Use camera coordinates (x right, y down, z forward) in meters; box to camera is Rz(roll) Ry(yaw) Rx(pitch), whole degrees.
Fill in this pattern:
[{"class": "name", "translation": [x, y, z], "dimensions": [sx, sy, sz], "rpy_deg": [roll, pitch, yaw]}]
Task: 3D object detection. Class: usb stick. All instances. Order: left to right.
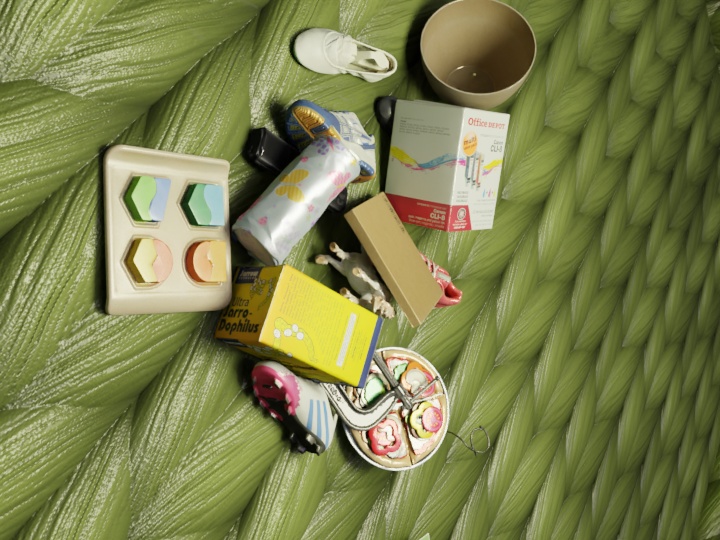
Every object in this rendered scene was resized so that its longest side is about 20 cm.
[{"class": "usb stick", "translation": [-0.089, -0.144, 1.114], "dimensions": [0.200, 0.032, 0.056], "rpy_deg": [30, 62, -46]}]

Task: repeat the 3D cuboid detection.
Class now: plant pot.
[{"class": "plant pot", "translation": [0.203, -0.365, 1.357], "dimensions": [0.135, 0.199, 0.201], "rpy_deg": [87, 20, -70]}]

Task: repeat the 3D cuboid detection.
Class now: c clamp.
[{"class": "c clamp", "translation": [0.011, 0.157, 1.193], "dimensions": [0.171, 0.027, 0.200], "rpy_deg": [-44, 103, -23]}]

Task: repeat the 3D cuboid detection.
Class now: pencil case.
[{"class": "pencil case", "translation": [-0.087, -0.096, 1.046], "dimensions": [0.200, 0.083, 0.091], "rpy_deg": [-51, 159, -16]}]

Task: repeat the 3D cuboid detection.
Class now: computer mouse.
[{"class": "computer mouse", "translation": [0.096, -0.250, 1.327], "dimensions": [0.200, 0.034, 0.059], "rpy_deg": [22, 74, -48]}]

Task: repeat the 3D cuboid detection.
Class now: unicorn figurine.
[{"class": "unicorn figurine", "translation": [0.000, 0.000, 1.172], "dimensions": [0.137, 0.074, 0.201], "rpy_deg": [22, 42, -50]}]

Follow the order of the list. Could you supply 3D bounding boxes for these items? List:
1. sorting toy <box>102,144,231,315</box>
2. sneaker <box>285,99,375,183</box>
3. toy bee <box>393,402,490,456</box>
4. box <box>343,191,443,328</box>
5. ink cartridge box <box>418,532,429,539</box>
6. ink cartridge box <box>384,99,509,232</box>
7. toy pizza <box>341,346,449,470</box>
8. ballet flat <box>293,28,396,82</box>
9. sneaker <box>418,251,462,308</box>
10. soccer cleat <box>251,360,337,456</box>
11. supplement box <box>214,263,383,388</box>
[{"class": "sorting toy", "translation": [-0.232, -0.047, 0.944], "dimensions": [0.185, 0.036, 0.201], "rpy_deg": [0, 91, -50]}, {"class": "sneaker", "translation": [-0.045, -0.211, 1.146], "dimensions": [0.200, 0.075, 0.089], "rpy_deg": [37, 52, -51]}, {"class": "toy bee", "translation": [0.109, 0.274, 1.324], "dimensions": [0.200, 0.109, 0.131], "rpy_deg": [49, 61, -8]}, {"class": "box", "translation": [0.056, -0.022, 1.186], "dimensions": [0.201, 0.021, 0.163], "rpy_deg": [59, 23, -4]}, {"class": "ink cartridge box", "translation": [0.048, 0.550, 1.284], "dimensions": [0.199, 0.048, 0.147], "rpy_deg": [-17, 104, -49]}, {"class": "ink cartridge box", "translation": [0.143, -0.178, 1.274], "dimensions": [0.145, 0.144, 0.201], "rpy_deg": [-7, 108, -49]}, {"class": "toy pizza", "translation": [0.062, 0.224, 1.235], "dimensions": [0.199, 0.032, 0.202], "rpy_deg": [6, 75, -22]}, {"class": "ballet flat", "translation": [-0.015, -0.335, 1.169], "dimensions": [0.199, 0.069, 0.070], "rpy_deg": [-1, 92, -49]}, {"class": "sneaker", "translation": [0.112, 0.001, 1.313], "dimensions": [0.200, 0.086, 0.074], "rpy_deg": [43, 59, -41]}, {"class": "soccer cleat", "translation": [-0.093, 0.184, 1.099], "dimensions": [0.087, 0.069, 0.201], "rpy_deg": [-62, 139, -39]}, {"class": "supplement box", "translation": [-0.082, 0.081, 1.054], "dimensions": [0.200, 0.108, 0.110], "rpy_deg": [31, 68, -38]}]
